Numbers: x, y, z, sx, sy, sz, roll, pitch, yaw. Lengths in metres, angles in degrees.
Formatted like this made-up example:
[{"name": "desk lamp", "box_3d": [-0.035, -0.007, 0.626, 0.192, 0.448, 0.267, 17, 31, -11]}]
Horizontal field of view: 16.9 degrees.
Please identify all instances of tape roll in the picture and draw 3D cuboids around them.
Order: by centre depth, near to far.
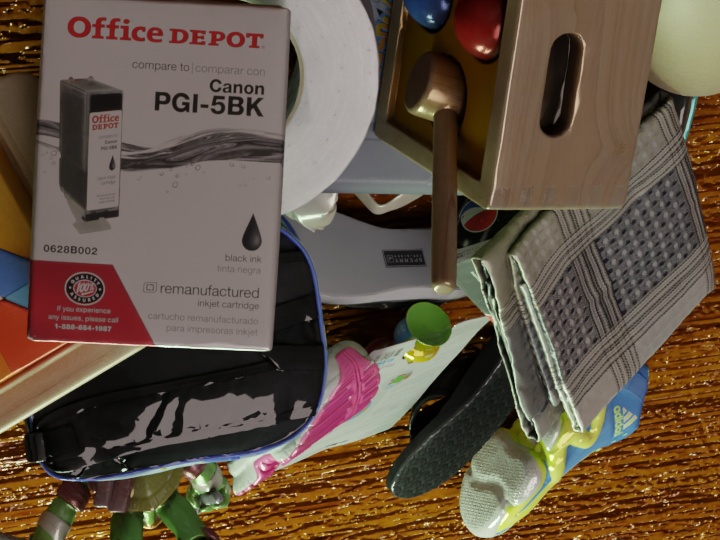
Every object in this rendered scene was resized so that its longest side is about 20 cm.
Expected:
[{"name": "tape roll", "box_3d": [-0.088, -0.130, 1.499, 0.199, 0.066, 0.202, -1, 113, -3]}]

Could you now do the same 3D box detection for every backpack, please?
[{"name": "backpack", "box_3d": [-0.126, 0.034, 1.600, 0.198, 0.147, 0.184, -5, 101, -6]}]

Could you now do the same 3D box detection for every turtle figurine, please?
[{"name": "turtle figurine", "box_3d": [-0.156, 0.191, 1.733, 0.143, 0.194, 0.200, 15, 125, -40]}]

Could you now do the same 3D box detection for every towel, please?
[{"name": "towel", "box_3d": [0.168, 0.003, 1.672, 0.200, 0.034, 0.193, -41, 137, -21]}]

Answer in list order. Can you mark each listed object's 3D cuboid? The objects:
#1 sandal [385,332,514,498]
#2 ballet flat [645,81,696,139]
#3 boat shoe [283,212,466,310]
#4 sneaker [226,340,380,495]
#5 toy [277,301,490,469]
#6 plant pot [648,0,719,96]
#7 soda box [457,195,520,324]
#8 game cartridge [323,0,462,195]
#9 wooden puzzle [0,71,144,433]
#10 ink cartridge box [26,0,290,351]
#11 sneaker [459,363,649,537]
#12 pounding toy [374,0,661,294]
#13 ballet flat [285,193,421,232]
[{"name": "sandal", "box_3d": [0.086, 0.092, 1.878, 0.201, 0.048, 0.075, -51, 145, 2]}, {"name": "ballet flat", "box_3d": [0.187, -0.071, 1.750, 0.068, 0.068, 0.201, -2, 131, -19]}, {"name": "boat shoe", "box_3d": [0.000, 0.000, 1.728, 0.199, 0.069, 0.057, 5, 155, -30]}, {"name": "sneaker", "box_3d": [-0.060, 0.088, 1.717, 0.081, 0.088, 0.200, -32, 176, -37]}, {"name": "toy", "box_3d": [0.009, 0.076, 1.797, 0.115, 0.047, 0.200, -17, 163, -33]}, {"name": "plant pot", "box_3d": [0.229, -0.209, 1.589, 0.186, 0.188, 0.200, -19, 149, -11]}, {"name": "soda box", "box_3d": [0.126, 0.008, 1.727, 0.070, 0.064, 0.200, -17, 145, 22]}, {"name": "game cartridge", "box_3d": [0.027, -0.146, 1.580, 0.132, 0.040, 0.201, 0, 109, -24]}, {"name": "wooden puzzle", "box_3d": [-0.238, 0.002, 1.501, 0.199, 0.186, 0.037, -30, 179, 25]}, {"name": "ink cartridge box", "box_3d": [-0.117, -0.059, 1.414, 0.146, 0.083, 0.202, 2, 94, -3]}, {"name": "sneaker", "box_3d": [0.165, 0.140, 1.940, 0.105, 0.076, 0.200, 14, 121, -37]}, {"name": "pounding toy", "box_3d": [0.081, -0.110, 1.492, 0.141, 0.184, 0.201, -1, 110, -27]}, {"name": "ballet flat", "box_3d": [-0.012, -0.069, 1.646, 0.199, 0.069, 0.068, -13, 156, -16]}]
